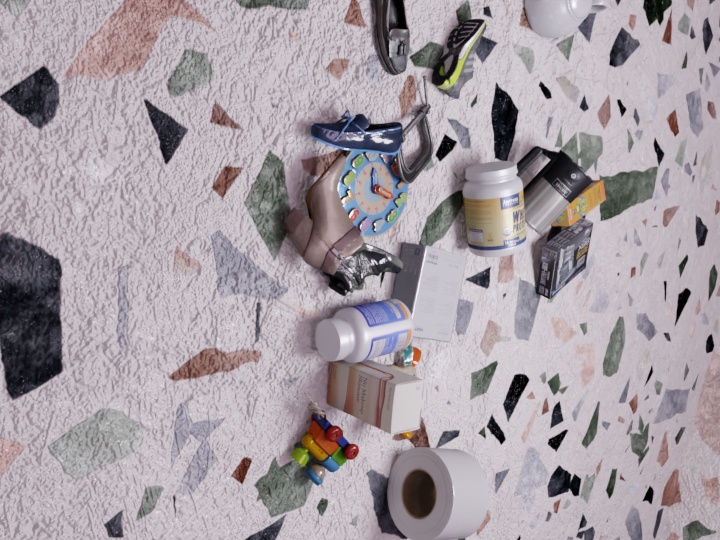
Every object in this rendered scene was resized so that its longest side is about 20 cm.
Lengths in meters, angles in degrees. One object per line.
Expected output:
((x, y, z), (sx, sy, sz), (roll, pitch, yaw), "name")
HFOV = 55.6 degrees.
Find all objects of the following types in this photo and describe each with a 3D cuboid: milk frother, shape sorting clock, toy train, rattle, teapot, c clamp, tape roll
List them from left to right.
((-0.098, 0.341, 1.375), (0.116, 0.084, 0.201), (-45, 126, -11), "toy train")
((0.029, -0.170, 1.422), (0.197, 0.039, 0.205), (-9, 103, -42), "shape sorting clock")
((0.105, 0.253, 1.506), (0.200, 0.142, 0.131), (-42, 104, -22), "rattle")
((0.113, -0.291, 1.466), (0.201, 0.027, 0.173), (-57, 141, -40), "c clamp")
((0.177, 0.513, 1.571), (0.138, 0.201, 0.207), (15, 87, -43), "tape roll")
((0.478, -0.220, 1.776), (0.188, 0.181, 0.199), (-47, 167, 16), "milk frother")
((0.519, -0.684, 1.714), (0.201, 0.145, 0.199), (-52, 128, -24), "teapot")

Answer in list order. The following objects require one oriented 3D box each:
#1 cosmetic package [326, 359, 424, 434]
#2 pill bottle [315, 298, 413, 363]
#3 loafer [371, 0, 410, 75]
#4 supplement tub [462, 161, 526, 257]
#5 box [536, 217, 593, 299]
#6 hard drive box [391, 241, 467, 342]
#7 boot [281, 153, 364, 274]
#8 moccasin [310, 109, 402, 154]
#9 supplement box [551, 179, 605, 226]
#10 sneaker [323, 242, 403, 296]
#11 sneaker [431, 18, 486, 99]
((0.027, 0.248, 1.384), (0.086, 0.198, 0.106), (0, 97, -43), "cosmetic package")
((0.007, 0.126, 1.405), (0.197, 0.111, 0.115), (-8, 103, -41), "pill bottle")
((0.067, -0.500, 1.383), (0.071, 0.062, 0.204), (-28, 115, -36), "loafer")
((0.318, -0.147, 1.623), (0.143, 0.143, 0.204), (-23, 113, -37), "supplement tub")
((0.573, -0.037, 1.916), (0.199, 0.049, 0.160), (-32, 135, -35), "box")
((0.151, 0.051, 1.549), (0.154, 0.076, 0.205), (13, 88, -43), "hard drive box")
((-0.049, -0.100, 1.305), (0.146, 0.070, 0.201), (41, 87, -7), "boot")
((-0.006, -0.276, 1.332), (0.197, 0.081, 0.069), (-2, 123, -34), "moccasin")
((0.620, -0.194, 1.948), (0.198, 0.068, 0.068), (-31, 115, -32), "supplement box")
((0.000, 0.000, 1.403), (0.197, 0.076, 0.117), (14, 90, -40), "sneaker")
((0.229, -0.480, 1.542), (0.081, 0.073, 0.202), (41, 76, -49), "sneaker")
